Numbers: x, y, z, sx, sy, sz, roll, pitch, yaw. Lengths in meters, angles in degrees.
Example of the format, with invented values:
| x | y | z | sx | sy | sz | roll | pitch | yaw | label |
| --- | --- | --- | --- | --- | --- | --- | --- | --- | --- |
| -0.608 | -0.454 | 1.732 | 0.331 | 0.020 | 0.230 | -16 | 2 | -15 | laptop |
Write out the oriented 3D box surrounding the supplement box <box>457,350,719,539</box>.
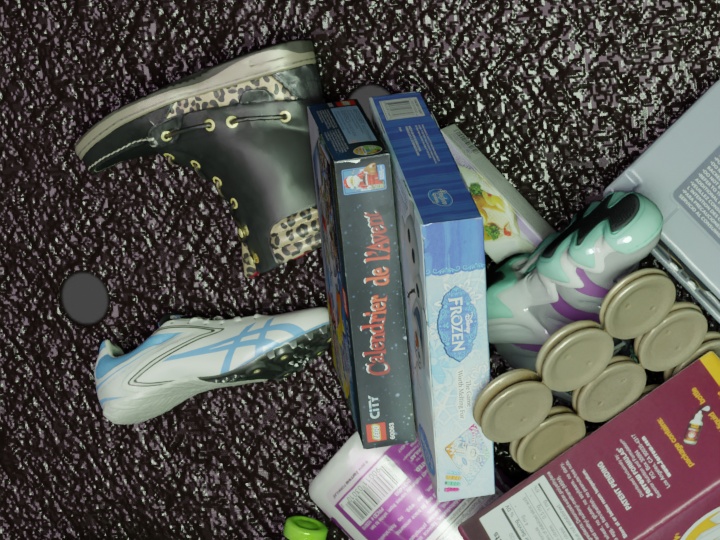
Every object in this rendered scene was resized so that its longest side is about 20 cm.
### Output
| x | y | z | sx | sy | sz | roll | pitch | yaw | label |
| --- | --- | --- | --- | --- | --- | --- | --- | --- | --- |
| 0.178 | 0.159 | 1.185 | 0.199 | 0.110 | 0.086 | -36 | 49 | 4 | supplement box |

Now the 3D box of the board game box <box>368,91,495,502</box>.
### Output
| x | y | z | sx | sy | sz | roll | pitch | yaw | label |
| --- | --- | --- | --- | --- | --- | --- | --- | --- | --- |
| 0.046 | 0.013 | 1.220 | 0.043 | 0.200 | 0.200 | -7 | 119 | -6 | board game box |

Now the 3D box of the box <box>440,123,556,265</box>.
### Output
| x | y | z | sx | sy | sz | roll | pitch | yaw | label |
| --- | --- | --- | --- | --- | --- | --- | --- | --- | --- |
| 0.115 | -0.018 | 1.301 | 0.200 | 0.041 | 0.039 | 47 | 112 | 5 | box |

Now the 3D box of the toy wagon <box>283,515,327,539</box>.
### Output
| x | y | z | sx | sy | sz | roll | pitch | yaw | label |
| --- | --- | --- | --- | --- | --- | --- | --- | --- | --- |
| -0.068 | 0.271 | 1.327 | 0.039 | 0.200 | 0.156 | 16 | 104 | 13 | toy wagon |

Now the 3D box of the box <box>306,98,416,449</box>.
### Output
| x | y | z | sx | sy | sz | roll | pitch | yaw | label |
| --- | --- | --- | --- | --- | --- | --- | --- | --- | --- |
| 0.000 | 0.000 | 1.247 | 0.037 | 0.137 | 0.202 | -8 | 111 | -7 | box |

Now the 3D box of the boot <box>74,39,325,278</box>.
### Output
| x | y | z | sx | sy | sz | roll | pitch | yaw | label |
| --- | --- | --- | --- | --- | --- | --- | --- | --- | --- |
| -0.100 | -0.068 | 1.351 | 0.199 | 0.073 | 0.152 | -21 | 92 | 15 | boot |

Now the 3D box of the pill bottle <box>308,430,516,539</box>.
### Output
| x | y | z | sx | sy | sz | roll | pitch | yaw | label |
| --- | --- | --- | --- | --- | --- | --- | --- | --- | --- |
| 0.068 | 0.187 | 1.316 | 0.200 | 0.112 | 0.112 | 45 | 110 | 6 | pill bottle |

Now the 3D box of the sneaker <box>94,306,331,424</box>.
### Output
| x | y | z | sx | sy | sz | roll | pitch | yaw | label |
| --- | --- | --- | --- | --- | --- | --- | --- | --- | --- |
| -0.109 | 0.057 | 1.376 | 0.199 | 0.072 | 0.073 | -17 | 75 | 14 | sneaker |

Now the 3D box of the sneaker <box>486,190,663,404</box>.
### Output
| x | y | z | sx | sy | sz | roll | pitch | yaw | label |
| --- | --- | --- | --- | --- | --- | --- | --- | --- | --- |
| 0.164 | 0.035 | 1.212 | 0.140 | 0.078 | 0.200 | 49 | 150 | -5 | sneaker |

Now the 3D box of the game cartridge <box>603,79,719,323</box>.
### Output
| x | y | z | sx | sy | sz | roll | pitch | yaw | label |
| --- | --- | --- | --- | --- | --- | --- | --- | --- | --- |
| 0.271 | -0.022 | 1.214 | 0.133 | 0.041 | 0.200 | -42 | 85 | -14 | game cartridge |

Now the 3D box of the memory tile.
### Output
| x | y | z | sx | sy | sz | roll | pitch | yaw | label |
| --- | --- | --- | --- | --- | --- | --- | --- | --- | --- |
| 0.169 | 0.083 | 1.185 | 0.153 | 0.200 | 0.017 | -42 | 48 | 9 | memory tile |
